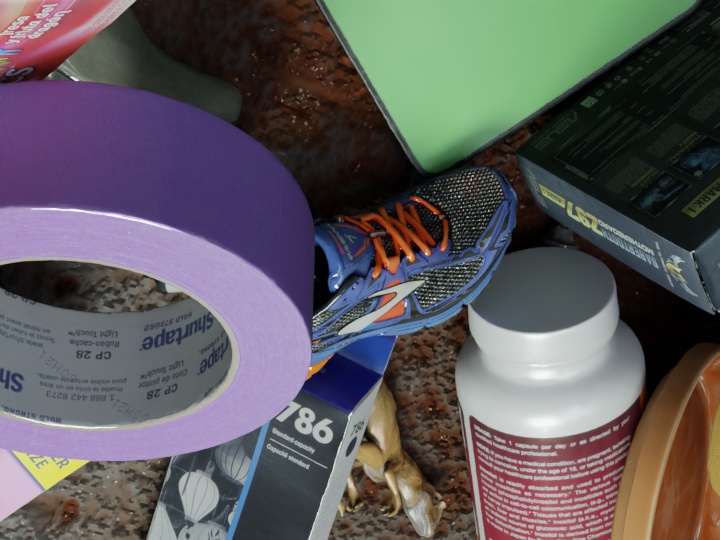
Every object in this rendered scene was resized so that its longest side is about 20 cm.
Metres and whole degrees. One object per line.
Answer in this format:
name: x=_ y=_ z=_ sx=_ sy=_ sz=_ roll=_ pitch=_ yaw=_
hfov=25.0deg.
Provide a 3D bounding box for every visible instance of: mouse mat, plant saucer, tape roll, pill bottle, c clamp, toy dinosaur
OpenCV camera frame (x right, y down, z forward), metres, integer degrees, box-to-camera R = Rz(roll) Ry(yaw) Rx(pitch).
mouse mat: x=0.080 y=-0.163 z=0.892 sx=0.199 sy=0.008 sz=0.161 roll=-33 pitch=112 yaw=-2
plant saucer: x=0.190 y=0.142 z=0.973 sx=0.200 sy=0.032 sz=0.202 roll=-28 pitch=122 yaw=-57
tape roll: x=-0.119 y=0.008 z=0.700 sx=0.199 sy=0.066 sz=0.201 roll=0 pitch=145 yaw=0
pill bottle: x=0.116 y=0.093 z=0.970 sx=0.112 sy=0.113 sz=0.201 roll=-18 pitch=125 yaw=-12
c clamp: x=0.112 y=-0.076 z=0.947 sx=0.170 sy=0.027 sz=0.201 roll=9 pitch=110 yaw=-25
toy dinosaur: x=0.001 y=0.083 z=0.973 sx=0.106 sy=0.060 sz=0.201 roll=-36 pitch=131 yaw=-29

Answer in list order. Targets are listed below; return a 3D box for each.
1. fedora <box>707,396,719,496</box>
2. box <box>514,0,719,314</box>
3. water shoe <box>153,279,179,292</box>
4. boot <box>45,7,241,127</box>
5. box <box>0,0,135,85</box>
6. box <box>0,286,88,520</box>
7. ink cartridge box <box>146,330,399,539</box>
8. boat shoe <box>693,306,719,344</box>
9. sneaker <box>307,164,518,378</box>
fedora: x=0.259 y=0.099 z=0.963 sx=0.200 sy=0.081 sz=0.202 roll=-21 pitch=116 yaw=-52
box: x=0.207 y=-0.081 z=0.885 sx=0.200 sy=0.158 sz=0.051 roll=-40 pitch=127 yaw=-11
water shoe: x=-0.073 y=-0.042 z=0.811 sx=0.079 sy=0.200 sz=0.072 roll=-26 pitch=88 yaw=-13
boot: x=-0.129 y=-0.147 z=0.801 sx=0.199 sy=0.068 sz=0.131 roll=17 pitch=101 yaw=-28
box: x=-0.186 y=-0.115 z=0.653 sx=0.094 sy=0.200 sz=0.103 roll=-10 pitch=81 yaw=-40
box: x=-0.268 y=0.069 z=0.825 sx=0.199 sy=0.097 sz=0.176 roll=-34 pitch=123 yaw=-4
ink cartridge box: x=-0.056 y=0.107 z=0.932 sx=0.039 sy=0.099 sz=0.201 roll=-22 pitch=133 yaw=-65
boat shoe: x=0.236 y=0.025 z=1.025 sx=0.056 sy=0.069 sz=0.201 roll=-27 pitch=115 yaw=-3
sneaker: x=0.000 y=0.000 z=0.876 sx=0.199 sy=0.075 sz=0.079 roll=-31 pitch=155 yaw=-11
